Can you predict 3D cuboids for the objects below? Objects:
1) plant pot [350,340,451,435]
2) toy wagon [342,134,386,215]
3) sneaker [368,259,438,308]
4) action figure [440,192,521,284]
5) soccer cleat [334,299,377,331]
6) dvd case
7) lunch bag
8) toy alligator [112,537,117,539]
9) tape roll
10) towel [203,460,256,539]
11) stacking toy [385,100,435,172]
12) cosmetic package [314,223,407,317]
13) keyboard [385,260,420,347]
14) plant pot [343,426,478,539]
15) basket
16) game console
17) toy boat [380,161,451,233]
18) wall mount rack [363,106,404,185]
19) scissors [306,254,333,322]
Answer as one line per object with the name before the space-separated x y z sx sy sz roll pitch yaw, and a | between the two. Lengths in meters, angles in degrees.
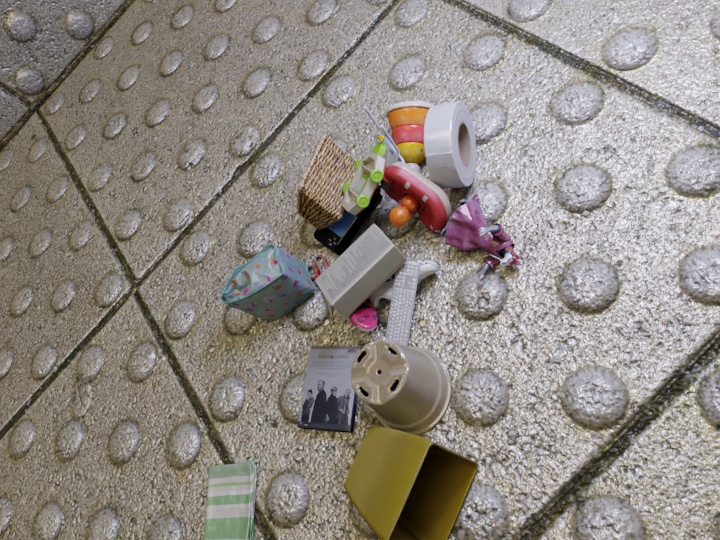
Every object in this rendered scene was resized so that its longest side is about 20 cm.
plant pot | 0.076 0.239 1.290 0.198 0.183 0.203 -12 63 23
toy wagon | 0.017 -0.236 1.475 0.202 0.039 0.155 -60 23 10
sneaker | 0.103 0.032 1.447 0.198 0.075 0.082 -21 73 22
action figure | 0.293 -0.068 1.384 0.199 0.135 0.148 35 44 23
soccer cleat | -0.019 0.095 1.478 0.069 0.087 0.201 -12 44 -26
dvd case | -0.072 0.284 1.449 0.148 0.025 0.203 -3 66 28
lunch bag | -0.244 0.045 1.563 0.199 0.170 0.123 -34 59 16
toy alligator | -0.581 0.765 1.499 0.054 0.060 0.201 -12 53 -23
tape roll | 0.220 -0.301 1.445 0.070 0.202 0.205 -1 67 27
towel | -0.320 0.576 1.455 0.151 0.023 0.203 -14 62 24
stacking toy | 0.138 -0.332 1.575 0.144 0.146 0.203 -1 86 28
cosmetic package | 0.000 0.000 1.403 0.200 0.073 0.104 -43 46 5
keyboard | 0.099 0.077 1.408 0.056 0.011 0.203 10 95 22
plant pot | 0.086 0.426 1.203 0.175 0.199 0.202 17 76 44
basket | -0.110 -0.233 1.600 0.142 0.148 0.202 -19 44 50
game console | -0.039 -0.152 1.574 0.175 0.116 0.201 35 86 35
toy boat | 0.119 -0.158 1.449 0.199 0.131 0.131 36 74 7
wall mount rack | 0.053 -0.324 1.564 0.074 0.176 0.201 -9 39 -20
scissors | -0.091 0.042 1.576 0.073 0.014 0.201 -38 54 8
